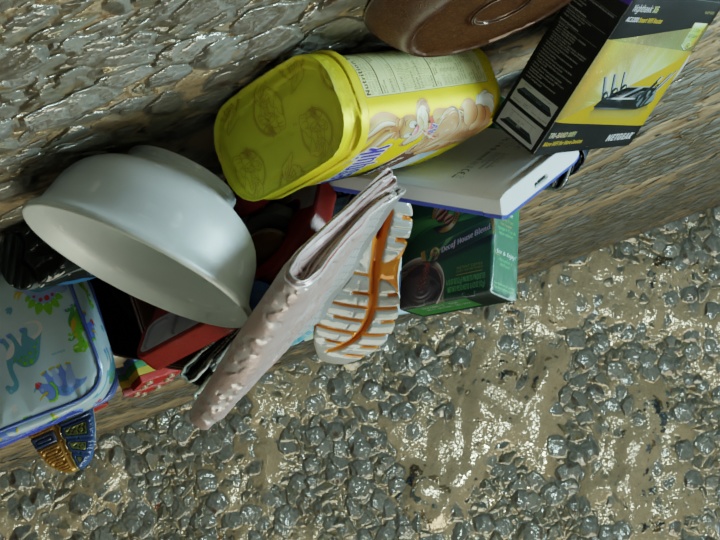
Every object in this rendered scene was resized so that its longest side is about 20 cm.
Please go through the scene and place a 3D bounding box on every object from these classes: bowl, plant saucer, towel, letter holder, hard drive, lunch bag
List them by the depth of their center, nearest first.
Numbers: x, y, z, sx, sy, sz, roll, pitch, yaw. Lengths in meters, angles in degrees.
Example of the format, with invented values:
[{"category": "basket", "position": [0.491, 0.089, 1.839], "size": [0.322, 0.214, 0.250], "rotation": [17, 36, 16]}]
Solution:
[{"category": "plant saucer", "position": [0.100, -0.208, 0.976], "size": [0.199, 0.035, 0.200], "rotation": [-20, 172, -3]}, {"category": "bowl", "position": [-0.161, -0.038, 1.057], "size": [0.091, 0.200, 0.201], "rotation": [-65, -176, -16]}, {"category": "towel", "position": [-0.050, 0.025, 1.088], "size": [0.191, 0.032, 0.200], "rotation": [-45, 172, -48]}, {"category": "hard drive", "position": [0.079, -0.097, 1.197], "size": [0.199, 0.025, 0.132], "rotation": [12, -145, 37]}, {"category": "lunch bag", "position": [-0.348, 0.088, 1.297], "size": [0.199, 0.161, 0.082], "rotation": [-23, 172, 3]}, {"category": "towel", "position": [-0.096, 0.063, 1.355], "size": [0.192, 0.035, 0.200], "rotation": [-43, 170, -4]}, {"category": "letter holder", "position": [-0.242, 0.057, 1.429], "size": [0.100, 0.143, 0.200], "rotation": [-23, 172, 13]}]

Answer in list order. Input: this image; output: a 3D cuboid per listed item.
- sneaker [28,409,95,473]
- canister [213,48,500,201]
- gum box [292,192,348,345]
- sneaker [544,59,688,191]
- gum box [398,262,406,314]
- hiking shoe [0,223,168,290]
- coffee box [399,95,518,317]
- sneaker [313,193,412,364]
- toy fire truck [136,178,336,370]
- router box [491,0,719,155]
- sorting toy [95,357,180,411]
[{"category": "sneaker", "position": [-0.323, 0.112, 1.387], "size": [0.075, 0.201, 0.088], "rotation": [-19, 180, 0]}, {"category": "canister", "position": [0.002, -0.125, 1.072], "size": [0.199, 0.087, 0.148], "rotation": [-16, 173, -45]}, {"category": "gum box", "position": [-0.073, -0.003, 1.444], "size": [0.169, 0.045, 0.201], "rotation": [-17, 135, -33]}, {"category": "sneaker", "position": [0.228, -0.156, 1.291], "size": [0.202, 0.077, 0.146], "rotation": [-32, -161, 51]}, {"category": "gum box", "position": [0.044, -0.040, 1.421], "size": [0.044, 0.171, 0.200], "rotation": [12, -173, 24]}, {"category": "hiking shoe", "position": [-0.223, -0.034, 1.184], "size": [0.199, 0.075, 0.087], "rotation": [-12, 179, 3]}, {"category": "coffee box", "position": [0.096, -0.061, 1.280], "size": [0.123, 0.201, 0.044], "rotation": [-12, 157, 44]}, {"category": "sneaker", "position": [0.000, 0.000, 1.287], "size": [0.078, 0.201, 0.077], "rotation": [10, -157, -21]}, {"category": "toy fire truck", "position": [-0.110, -0.002, 1.202], "size": [0.199, 0.112, 0.168], "rotation": [-25, -145, 28]}, {"category": "router box", "position": [0.216, -0.180, 1.130], "size": [0.200, 0.052, 0.158], "rotation": [-13, 140, -54]}, {"category": "sorting toy", "position": [-0.378, 0.167, 2.050], "size": [0.199, 0.070, 0.199], "rotation": [-18, 171, -26]}]
